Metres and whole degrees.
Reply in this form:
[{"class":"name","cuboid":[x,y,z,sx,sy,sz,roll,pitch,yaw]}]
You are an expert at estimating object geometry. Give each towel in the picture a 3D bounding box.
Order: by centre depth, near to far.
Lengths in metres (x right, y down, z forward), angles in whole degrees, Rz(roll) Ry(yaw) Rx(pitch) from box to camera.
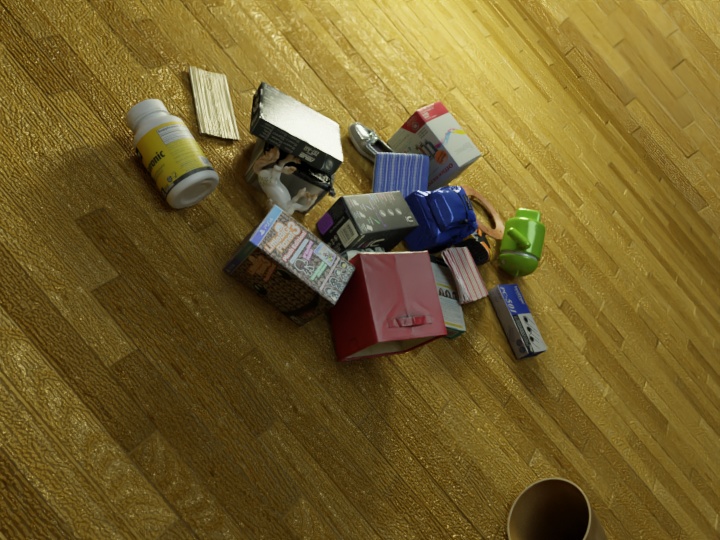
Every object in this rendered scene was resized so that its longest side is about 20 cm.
[{"class":"towel","cuboid":[0.270,0.010,1.601,0.200,0.030,0.147,-7,74,-65]},{"class":"towel","cuboid":[0.109,-0.234,1.627,0.199,0.024,0.146,-7,106,-42]}]

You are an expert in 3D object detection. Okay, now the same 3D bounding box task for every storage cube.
[{"class":"storage cube","cuboid":[0.045,0.074,1.270,0.170,0.200,0.181,-3,73,-29]}]

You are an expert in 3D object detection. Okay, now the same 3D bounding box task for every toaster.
[{"class":"toaster","cuboid":[-0.148,-0.245,1.409,0.180,0.119,0.201,26,47,-23]}]

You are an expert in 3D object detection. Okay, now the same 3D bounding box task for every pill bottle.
[{"class":"pill bottle","cuboid":[-0.374,-0.231,1.216,0.111,0.111,0.200,-25,78,-47]}]

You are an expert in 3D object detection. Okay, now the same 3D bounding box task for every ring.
[{"class":"ring","cuboid":[0.353,-0.169,1.829,0.200,0.019,0.201,32,36,-26]}]

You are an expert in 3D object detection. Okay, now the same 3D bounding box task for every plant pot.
[{"class":"plant pot","cuboid":[0.442,0.573,1.303,0.200,0.186,0.187,46,41,-24]}]

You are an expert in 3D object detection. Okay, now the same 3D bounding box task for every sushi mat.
[{"class":"sushi mat","cuboid":[-0.338,-0.383,1.425,0.095,0.012,0.201,5,59,-40]}]

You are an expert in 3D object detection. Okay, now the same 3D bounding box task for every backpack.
[{"class":"backpack","cuboid":[0.216,-0.135,1.604,0.200,0.168,0.163,-13,83,-45]}]

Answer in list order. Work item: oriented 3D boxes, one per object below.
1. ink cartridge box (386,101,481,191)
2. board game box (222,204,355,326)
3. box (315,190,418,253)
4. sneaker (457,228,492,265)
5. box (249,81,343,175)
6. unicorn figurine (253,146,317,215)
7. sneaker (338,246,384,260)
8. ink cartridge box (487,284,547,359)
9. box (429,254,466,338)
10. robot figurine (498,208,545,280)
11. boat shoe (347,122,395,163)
[{"class":"ink cartridge box","cuboid":[0.210,-0.345,1.760,0.200,0.145,0.145,52,43,3]},{"class":"board game box","cuboid":[-0.140,-0.004,1.205,0.200,0.159,0.097,38,56,-12]},{"class":"box","cuboid":[0.017,-0.105,1.446,0.200,0.122,0.106,-12,69,-44]},{"class":"sneaker","cuboid":[0.301,-0.104,1.736,0.201,0.070,0.090,59,26,11]},{"class":"box","cuboid":[-0.134,-0.302,1.317,0.199,0.044,0.161,24,36,-26]},{"class":"unicorn figurine","cuboid":[-0.167,-0.152,1.305,0.074,0.137,0.201,-4,73,-66]},{"class":"sneaker","cuboid":[0.000,0.000,1.393,0.199,0.074,0.089,-10,67,-43]},{"class":"ink cartridge box","cuboid":[0.423,0.135,1.674,0.094,0.044,0.201,-1,62,-42]},{"class":"box","cuboid":[0.199,0.063,1.534,0.082,0.049,0.201,16,52,-32]},{"class":"robot figurine","cuboid":[0.462,-0.074,1.774,0.115,0.175,0.201,12,79,11]},{"class":"boat shoe","cuboid":[0.050,-0.327,1.672,0.202,0.065,0.074,48,43,-2]}]
